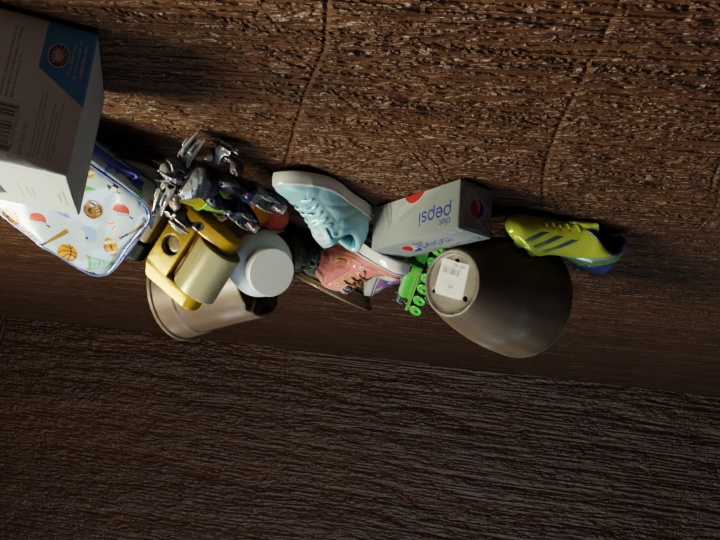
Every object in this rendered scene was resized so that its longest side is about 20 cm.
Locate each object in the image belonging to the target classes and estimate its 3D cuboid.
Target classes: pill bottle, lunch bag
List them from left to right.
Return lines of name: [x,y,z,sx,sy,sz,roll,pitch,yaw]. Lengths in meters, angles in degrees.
lunch bag: [-0.361,-0.097,0.906,0.198,0.076,0.160,35,115,-22]
pill bottle: [-0.172,-0.021,1.135,0.102,0.107,0.199,14,-172,-28]

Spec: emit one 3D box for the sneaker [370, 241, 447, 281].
sneaker: [0.088,-0.034,1.193,0.195,0.077,0.106,7,147,6]

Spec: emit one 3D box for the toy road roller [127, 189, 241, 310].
toy road roller: [-0.264,-0.047,1.086,0.199,0.124,0.146,40,-167,10]

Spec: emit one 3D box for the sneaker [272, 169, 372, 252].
sneaker: [-0.050,-0.079,1.005,0.073,0.084,0.198,-6,161,41]

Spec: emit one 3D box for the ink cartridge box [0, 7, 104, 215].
ink cartridge box: [-0.369,-0.161,0.692,0.195,0.151,0.146,12,167,-16]

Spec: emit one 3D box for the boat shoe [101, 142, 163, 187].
boat shoe: [-0.364,-0.143,0.957,0.196,0.070,0.057,17,-155,-12]

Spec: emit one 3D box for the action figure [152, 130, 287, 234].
action figure: [-0.188,-0.105,0.920,0.130,0.070,0.199,-45,151,17]

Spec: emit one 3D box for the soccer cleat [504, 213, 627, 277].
soccer cleat: [0.298,-0.052,1.023,0.196,0.066,0.084,17,134,-22]

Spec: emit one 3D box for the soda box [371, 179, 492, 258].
soda box: [0.096,-0.069,0.998,0.062,0.070,0.198,13,167,-32]

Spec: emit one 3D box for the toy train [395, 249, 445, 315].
toy train: [0.096,0.002,1.142,0.055,0.042,0.202,25,142,8]

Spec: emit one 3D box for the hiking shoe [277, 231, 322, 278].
hiking shoe: [-0.080,-0.033,1.273,0.098,0.078,0.199,-8,171,22]

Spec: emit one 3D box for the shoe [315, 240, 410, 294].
shoe: [0.000,0.000,1.144,0.070,0.093,0.198,11,-169,-42]

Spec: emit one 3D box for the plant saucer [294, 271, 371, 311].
plant saucer: [-0.061,0.029,1.453,0.197,0.030,0.200,27,180,0]

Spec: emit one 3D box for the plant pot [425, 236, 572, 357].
plant pot: [0.188,0.028,1.047,0.184,0.192,0.198,-4,169,41]

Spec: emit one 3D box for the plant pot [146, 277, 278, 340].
plant pot: [-0.271,0.024,1.357,0.194,0.206,0.199,-9,161,28]

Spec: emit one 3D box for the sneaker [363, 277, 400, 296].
sneaker: [0.065,0.010,1.351,0.111,0.075,0.201,4,168,-7]

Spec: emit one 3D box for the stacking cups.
stacking cups: [-0.191,-0.098,1.049,0.060,0.062,0.198,-4,163,40]
